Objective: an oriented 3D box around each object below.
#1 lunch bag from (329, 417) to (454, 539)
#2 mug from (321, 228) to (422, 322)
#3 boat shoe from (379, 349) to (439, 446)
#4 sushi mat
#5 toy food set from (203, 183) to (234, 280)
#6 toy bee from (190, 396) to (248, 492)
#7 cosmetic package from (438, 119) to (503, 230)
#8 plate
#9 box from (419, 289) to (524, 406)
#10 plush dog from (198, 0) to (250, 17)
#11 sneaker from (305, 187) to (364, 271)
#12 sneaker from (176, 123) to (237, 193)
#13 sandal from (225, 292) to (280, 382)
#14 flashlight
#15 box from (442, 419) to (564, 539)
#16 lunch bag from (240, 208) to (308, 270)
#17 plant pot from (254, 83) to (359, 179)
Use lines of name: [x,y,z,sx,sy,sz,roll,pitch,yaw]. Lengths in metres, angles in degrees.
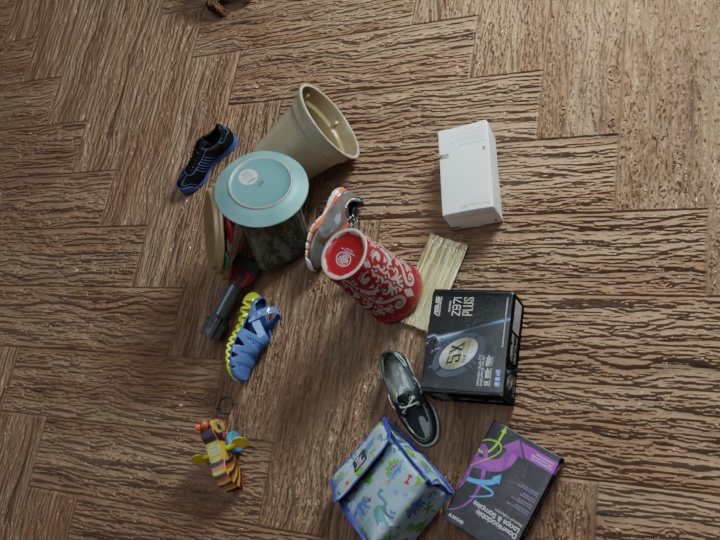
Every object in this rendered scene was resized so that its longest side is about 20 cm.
lunch bag: [0.044,0.393,1.478,0.170,0.127,0.200,-49,42,4]
mug: [0.001,0.010,1.599,0.176,0.200,0.135,-9,63,31]
boat shoe: [0.088,0.245,1.547,0.075,0.060,0.201,-35,58,9]
sushi mat: [0.144,0.026,1.638,0.095,0.012,0.202,17,78,30]
toy food set: [-0.305,-0.089,1.739,0.048,0.198,0.202,-3,70,-18]
toy bee: [-0.306,0.360,1.671,0.131,0.109,0.200,-44,57,6]
cosmetic package: [0.225,-0.194,1.648,0.112,0.081,0.202,-11,64,20]
plate: [-0.208,-0.177,1.665,0.198,0.026,0.202,-1,59,2]
box: [0.213,0.143,1.511,0.162,0.086,0.202,1,70,27]
plush dog: [-0.392,-0.799,2.188,0.172,0.159,0.201,-42,54,33]
sneaker: [-0.054,-0.087,1.751,0.081,0.077,0.202,19,79,25]
sneaker: [-0.398,-0.283,2.001,0.200,0.078,0.070,-47,57,2]
sandal: [-0.232,0.146,1.742,0.086,0.079,0.202,7,75,25]
flashlight: [-0.297,0.061,1.820,0.068,0.068,0.201,26,88,41]
box: [0.252,0.388,1.420,0.142,0.036,0.201,25,84,32]
lunch bag: [-0.208,-0.131,1.766,0.138,0.201,0.168,-27,54,-9]
plant pot: [-0.133,-0.285,1.819,0.183,0.200,0.202,-35,57,23]
